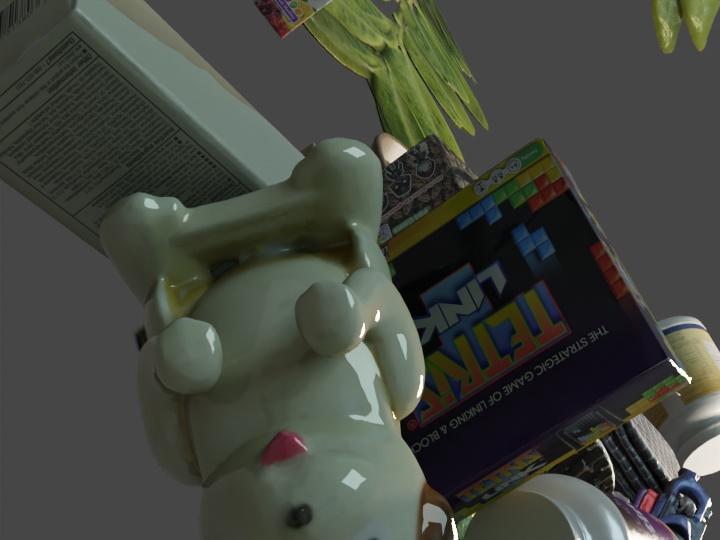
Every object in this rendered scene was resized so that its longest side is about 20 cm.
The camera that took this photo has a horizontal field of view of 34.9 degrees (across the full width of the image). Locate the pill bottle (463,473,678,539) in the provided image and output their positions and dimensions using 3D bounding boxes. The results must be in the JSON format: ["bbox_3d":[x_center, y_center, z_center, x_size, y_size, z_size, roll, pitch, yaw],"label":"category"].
[{"bbox_3d":[0.143,0.200,0.761,0.199,0.112,0.113,31,29,-54],"label":"pill bottle"}]

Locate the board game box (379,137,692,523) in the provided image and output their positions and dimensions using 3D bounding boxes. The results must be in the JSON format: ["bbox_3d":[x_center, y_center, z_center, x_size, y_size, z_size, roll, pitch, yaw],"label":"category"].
[{"bbox_3d":[0.070,0.044,0.697,0.057,0.199,0.167,34,26,-54],"label":"board game box"}]

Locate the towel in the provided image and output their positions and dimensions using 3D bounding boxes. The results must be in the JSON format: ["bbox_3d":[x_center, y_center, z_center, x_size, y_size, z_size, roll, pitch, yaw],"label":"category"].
[{"bbox_3d":[0.269,0.190,1.184,0.201,0.085,0.166,53,16,-10],"label":"towel"}]

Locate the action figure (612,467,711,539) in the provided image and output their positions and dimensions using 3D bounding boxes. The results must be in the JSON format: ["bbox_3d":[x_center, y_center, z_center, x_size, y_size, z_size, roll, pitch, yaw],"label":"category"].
[{"bbox_3d":[0.270,0.289,1.051,0.194,0.105,0.199,51,46,6],"label":"action figure"}]

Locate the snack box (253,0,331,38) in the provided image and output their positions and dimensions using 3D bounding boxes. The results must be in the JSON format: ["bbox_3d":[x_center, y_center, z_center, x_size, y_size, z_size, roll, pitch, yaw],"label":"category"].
[{"bbox_3d":[-0.040,-0.334,1.201,0.053,0.141,0.201,47,19,-25],"label":"snack box"}]

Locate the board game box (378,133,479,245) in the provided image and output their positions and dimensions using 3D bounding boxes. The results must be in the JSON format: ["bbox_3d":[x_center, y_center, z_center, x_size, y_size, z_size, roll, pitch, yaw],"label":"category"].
[{"bbox_3d":[0.086,0.029,0.856,0.159,0.096,0.202,35,27,-51],"label":"board game box"}]

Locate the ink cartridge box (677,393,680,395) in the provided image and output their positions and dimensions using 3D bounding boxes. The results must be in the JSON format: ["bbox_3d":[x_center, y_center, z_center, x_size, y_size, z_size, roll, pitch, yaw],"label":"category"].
[{"bbox_3d":[0.191,0.078,1.081,0.199,0.057,0.162,35,4,25],"label":"ink cartridge box"}]

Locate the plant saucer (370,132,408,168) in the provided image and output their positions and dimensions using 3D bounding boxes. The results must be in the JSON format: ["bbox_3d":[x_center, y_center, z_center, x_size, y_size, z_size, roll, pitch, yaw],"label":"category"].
[{"bbox_3d":[0.068,-0.050,1.169,0.200,0.029,0.201,49,17,-21],"label":"plant saucer"}]

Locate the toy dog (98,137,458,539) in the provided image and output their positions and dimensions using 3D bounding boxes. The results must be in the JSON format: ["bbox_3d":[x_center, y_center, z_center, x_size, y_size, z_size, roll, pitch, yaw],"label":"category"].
[{"bbox_3d":[-0.035,0.072,0.513,0.201,0.137,0.196,-109,-166,-47],"label":"toy dog"}]

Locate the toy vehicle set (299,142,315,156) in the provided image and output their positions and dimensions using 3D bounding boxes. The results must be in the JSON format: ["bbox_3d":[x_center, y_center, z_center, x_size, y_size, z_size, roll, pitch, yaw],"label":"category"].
[{"bbox_3d":[0.000,0.000,0.884,0.124,0.026,0.201,45,20,-33],"label":"toy vehicle set"}]

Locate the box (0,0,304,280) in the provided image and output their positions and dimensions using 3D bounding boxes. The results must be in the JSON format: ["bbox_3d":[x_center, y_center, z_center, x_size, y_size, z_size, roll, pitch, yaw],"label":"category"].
[{"bbox_3d":[-0.106,-0.059,0.587,0.200,0.094,0.078,44,19,-40],"label":"box"}]

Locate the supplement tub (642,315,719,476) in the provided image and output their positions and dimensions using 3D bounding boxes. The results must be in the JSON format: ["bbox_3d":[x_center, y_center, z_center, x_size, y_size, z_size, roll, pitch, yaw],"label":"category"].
[{"bbox_3d":[0.485,0.185,1.694,0.144,0.144,0.202,35,26,-49],"label":"supplement tub"}]

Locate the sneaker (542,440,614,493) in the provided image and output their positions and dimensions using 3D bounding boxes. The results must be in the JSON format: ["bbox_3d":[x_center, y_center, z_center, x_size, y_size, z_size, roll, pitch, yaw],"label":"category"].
[{"bbox_3d":[0.153,0.122,0.997,0.201,0.078,0.089,52,19,-11],"label":"sneaker"}]
